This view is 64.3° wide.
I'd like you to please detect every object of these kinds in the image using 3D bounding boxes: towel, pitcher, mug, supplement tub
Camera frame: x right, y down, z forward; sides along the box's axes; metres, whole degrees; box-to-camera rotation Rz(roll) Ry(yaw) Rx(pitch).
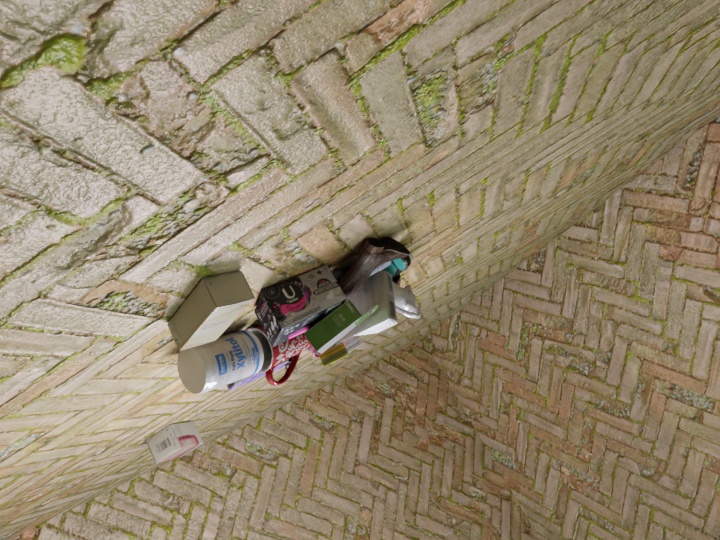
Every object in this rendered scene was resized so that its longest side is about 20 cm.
[{"bbox_3d":[-0.115,0.183,1.727,0.086,0.201,0.018,-27,-176,-14],"label":"towel"},{"bbox_3d":[0.085,0.091,1.798,0.199,0.172,0.122,11,109,-27],"label":"pitcher"},{"bbox_3d":[-0.248,0.232,1.724,0.199,0.133,0.179,-18,123,-54],"label":"mug"},{"bbox_3d":[-0.373,0.243,1.543,0.132,0.133,0.199,-41,163,35],"label":"supplement tub"}]

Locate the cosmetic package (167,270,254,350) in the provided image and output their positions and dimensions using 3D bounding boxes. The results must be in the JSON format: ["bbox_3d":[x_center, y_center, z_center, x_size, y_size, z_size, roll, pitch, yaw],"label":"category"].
[{"bbox_3d":[-0.326,0.089,1.241,0.103,0.073,0.200,-14,159,-47],"label":"cosmetic package"}]

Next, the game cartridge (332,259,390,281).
[{"bbox_3d":[0.000,0.000,1.664,0.199,0.041,0.133,-28,162,-11],"label":"game cartridge"}]

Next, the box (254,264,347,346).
[{"bbox_3d":[-0.157,0.088,1.487,0.199,0.115,0.132,-25,164,-30],"label":"box"}]

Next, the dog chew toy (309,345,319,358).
[{"bbox_3d":[-0.099,0.198,1.840,0.125,0.124,0.201,-47,-169,49],"label":"dog chew toy"}]

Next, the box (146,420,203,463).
[{"bbox_3d":[-0.760,0.703,2.356,0.127,0.109,0.200,-32,165,4],"label":"box"}]

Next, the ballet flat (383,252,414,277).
[{"bbox_3d":[0.121,-0.031,1.757,0.068,0.068,0.200,-36,178,-17],"label":"ballet flat"}]

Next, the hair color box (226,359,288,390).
[{"bbox_3d":[-0.336,0.279,1.779,0.199,0.110,0.065,-17,162,-41],"label":"hair color box"}]

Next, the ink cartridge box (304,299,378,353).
[{"bbox_3d":[-0.048,0.134,1.511,0.199,0.059,0.104,-37,170,-5],"label":"ink cartridge box"}]

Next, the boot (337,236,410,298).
[{"bbox_3d":[0.025,0.002,1.577,0.185,0.064,0.201,6,126,-45],"label":"boot"}]

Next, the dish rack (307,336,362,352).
[{"bbox_3d":[-0.112,0.228,1.961,0.171,0.199,0.044,-27,125,-46],"label":"dish rack"}]

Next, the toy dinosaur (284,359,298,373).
[{"bbox_3d":[-0.239,0.256,1.915,0.101,0.077,0.201,9,131,-15],"label":"toy dinosaur"}]

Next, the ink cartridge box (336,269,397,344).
[{"bbox_3d":[0.010,0.111,1.634,0.199,0.161,0.047,-30,140,32],"label":"ink cartridge box"}]

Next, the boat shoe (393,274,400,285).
[{"bbox_3d":[0.055,0.061,1.917,0.199,0.076,0.072,-34,165,-25],"label":"boat shoe"}]
